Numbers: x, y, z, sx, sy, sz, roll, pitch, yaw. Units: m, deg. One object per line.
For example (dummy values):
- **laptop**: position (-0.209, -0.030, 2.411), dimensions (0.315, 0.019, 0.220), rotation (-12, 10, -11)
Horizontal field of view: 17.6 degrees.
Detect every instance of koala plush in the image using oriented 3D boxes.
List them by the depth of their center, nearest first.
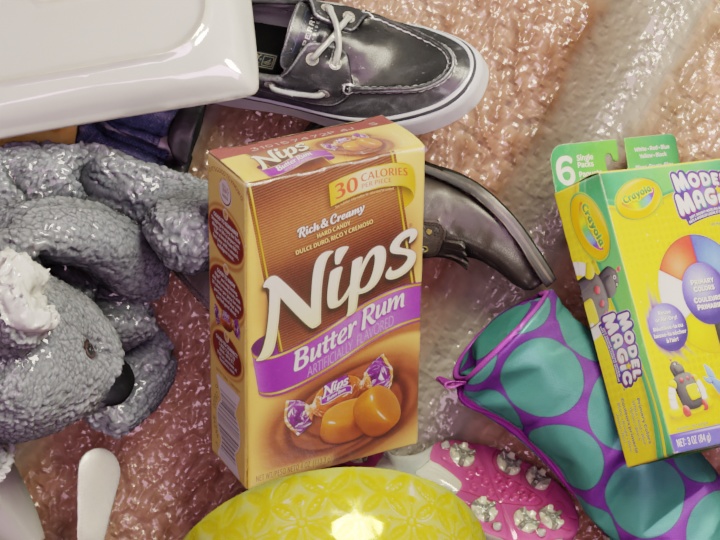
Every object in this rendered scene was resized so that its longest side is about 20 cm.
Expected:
- **koala plush**: position (-0.190, 0.031, 1.339), dimensions (0.183, 0.200, 0.178), rotation (25, 122, -4)

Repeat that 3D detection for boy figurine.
- **boy figurine**: position (-0.195, -0.104, 1.417), dimensions (0.200, 0.064, 0.125), rotation (19, 111, -3)

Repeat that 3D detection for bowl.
- **bowl**: position (-0.013, 0.221, 1.381), dimensions (0.200, 0.108, 0.200), rotation (-6, 134, -6)

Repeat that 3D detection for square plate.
- **square plate**: position (-0.165, -0.176, 1.375), dimensions (0.200, 0.028, 0.199), rotation (-9, 63, 6)

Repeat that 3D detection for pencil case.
- **pencil case**: position (0.145, 0.108, 1.434), dimensions (0.092, 0.085, 0.200), rotation (-43, 100, -6)

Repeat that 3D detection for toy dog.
- **toy dog**: position (-0.213, 0.144, 1.430), dimensions (0.132, 0.096, 0.200), rotation (-27, 108, 19)

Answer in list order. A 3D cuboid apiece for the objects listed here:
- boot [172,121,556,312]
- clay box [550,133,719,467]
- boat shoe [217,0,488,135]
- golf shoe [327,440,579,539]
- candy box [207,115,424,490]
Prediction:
- **boot**: position (0.000, 0.000, 1.442), dimensions (0.200, 0.069, 0.174), rotation (37, 93, 5)
- **clay box**: position (0.190, 0.010, 1.413), dimensions (0.115, 0.048, 0.200), rotation (-8, 81, -38)
- **boat shoe**: position (-0.024, -0.130, 1.390), dimensions (0.200, 0.068, 0.072), rotation (11, 70, 21)
- **golf shoe**: position (0.036, 0.154, 1.456), dimensions (0.200, 0.075, 0.092), rotation (9, 135, -18)
- **candy box**: position (-0.026, 0.019, 1.353), dimensions (0.116, 0.056, 0.200), rotation (-14, 119, -25)
